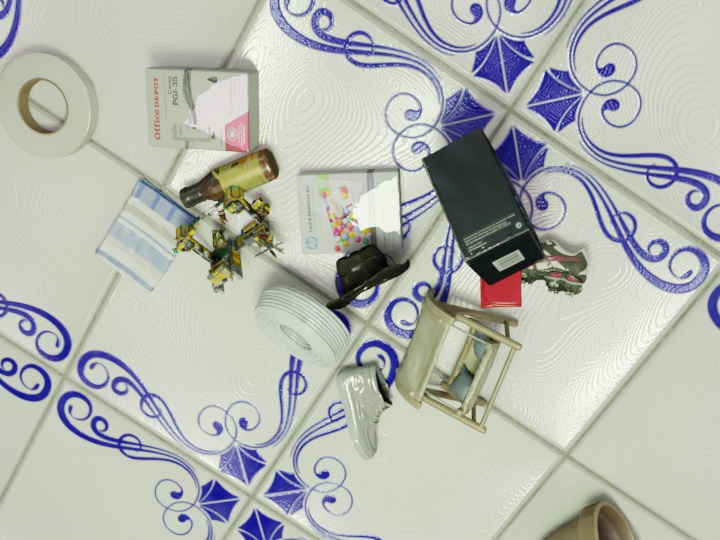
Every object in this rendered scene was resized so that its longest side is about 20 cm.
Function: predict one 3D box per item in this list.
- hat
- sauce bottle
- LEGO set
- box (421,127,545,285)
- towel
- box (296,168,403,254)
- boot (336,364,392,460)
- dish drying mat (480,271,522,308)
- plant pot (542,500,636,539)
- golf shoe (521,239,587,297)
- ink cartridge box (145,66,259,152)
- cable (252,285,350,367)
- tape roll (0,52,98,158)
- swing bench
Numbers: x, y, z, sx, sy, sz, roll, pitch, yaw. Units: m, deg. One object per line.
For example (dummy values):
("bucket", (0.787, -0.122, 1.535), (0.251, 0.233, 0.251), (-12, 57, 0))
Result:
("hat", (0.000, 0.000, 1.380), (0.199, 0.200, 0.082), (-32, 83, 15))
("sauce bottle", (-0.256, -0.173, 1.421), (0.197, 0.066, 0.067), (-20, 103, 11))
("LEGO set", (-0.255, -0.049, 1.406), (0.198, 0.117, 0.154), (-28, 134, 10))
("box", (0.215, -0.105, 1.269), (0.122, 0.200, 0.201), (-27, 70, 14))
("towel", (-0.439, -0.068, 1.501), (0.146, 0.024, 0.201), (36, 108, -4))
("box", (-0.019, -0.113, 1.420), (0.197, 0.041, 0.158), (0, 107, 9))
("boot", (0.022, 0.292, 1.515), (0.094, 0.074, 0.203), (-13, 103, 19))
("dish drying mat", (0.258, -0.032, 1.358), (0.076, 0.018, 0.203), (-2, 74, 17))
("plant pot", (0.455, 0.592, 1.501), (0.174, 0.200, 0.201), (-29, 102, 33))
("golf shoe", (0.330, -0.017, 1.394), (0.197, 0.077, 0.089), (16, 77, 11))
("ink cartridge box", (-0.294, -0.302, 1.379), (0.197, 0.083, 0.149), (4, 107, 6))
("cable", (-0.115, 0.109, 1.430), (0.199, 0.200, 0.070), (38, 65, -7))
("tape roll", (-0.612, -0.322, 1.442), (0.199, 0.037, 0.206), (2, 107, 8))
("swing bench", (0.183, 0.173, 1.430), (0.197, 0.130, 0.201), (19, 109, 2))
